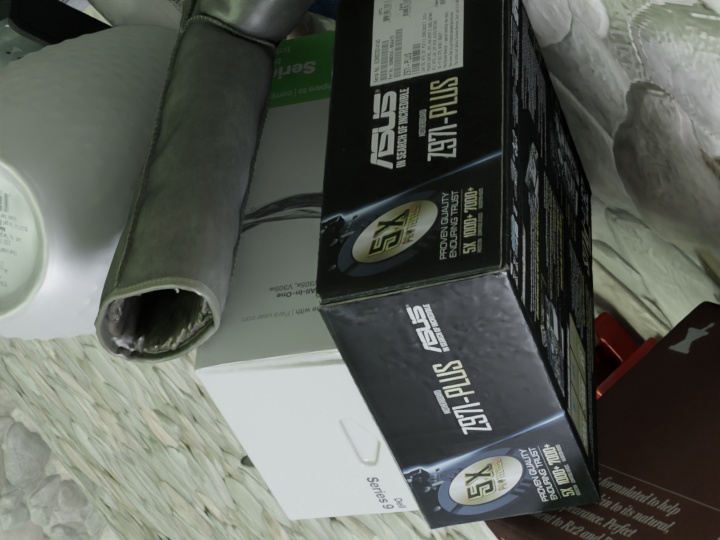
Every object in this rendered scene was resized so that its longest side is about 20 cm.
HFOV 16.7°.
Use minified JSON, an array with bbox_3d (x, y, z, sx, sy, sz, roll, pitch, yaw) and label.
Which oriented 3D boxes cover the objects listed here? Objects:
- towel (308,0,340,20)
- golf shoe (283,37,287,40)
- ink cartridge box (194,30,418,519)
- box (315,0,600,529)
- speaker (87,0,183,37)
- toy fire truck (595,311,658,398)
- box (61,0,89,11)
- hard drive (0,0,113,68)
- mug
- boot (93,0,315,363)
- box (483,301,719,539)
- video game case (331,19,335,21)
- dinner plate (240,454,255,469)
[{"bbox_3d":[-0.047,-0.203,1.167,0.111,0.049,0.200,21,153,26],"label":"towel"},{"bbox_3d":[-0.085,-0.061,1.413,0.091,0.201,0.075,4,174,5],"label":"golf shoe"},{"bbox_3d":[-0.013,0.003,1.221,0.084,0.200,0.146,-8,142,17],"label":"ink cartridge box"},{"bbox_3d":[0.049,-0.013,1.126,0.164,0.086,0.200,64,-159,-44],"label":"box"},{"bbox_3d":[-0.137,-0.190,1.354,0.200,0.081,0.081,45,164,17],"label":"speaker"},{"bbox_3d":[0.110,0.035,1.342,0.141,0.049,0.200,48,165,8],"label":"toy fire truck"},{"bbox_3d":[-0.251,-0.192,1.516,0.115,0.200,0.132,45,165,18],"label":"box"},{"bbox_3d":[-0.207,-0.098,1.416,0.139,0.033,0.200,23,151,-39],"label":"hard drive"},{"bbox_3d":[-0.170,-0.048,1.250,0.200,0.175,0.148,23,113,18],"label":"mug"},{"bbox_3d":[-0.063,-0.075,1.119,0.072,0.200,0.182,22,147,-5],"label":"boot"},{"bbox_3d":[0.198,0.150,1.151,0.200,0.164,0.166,56,163,-22],"label":"box"},{"bbox_3d":[-0.094,-0.234,1.319,0.200,0.022,0.183,32,157,47],"label":"video game case"},{"bbox_3d":[0.024,0.092,1.485,0.200,0.200,0.024,175,84,-71],"label":"dinner plate"}]
